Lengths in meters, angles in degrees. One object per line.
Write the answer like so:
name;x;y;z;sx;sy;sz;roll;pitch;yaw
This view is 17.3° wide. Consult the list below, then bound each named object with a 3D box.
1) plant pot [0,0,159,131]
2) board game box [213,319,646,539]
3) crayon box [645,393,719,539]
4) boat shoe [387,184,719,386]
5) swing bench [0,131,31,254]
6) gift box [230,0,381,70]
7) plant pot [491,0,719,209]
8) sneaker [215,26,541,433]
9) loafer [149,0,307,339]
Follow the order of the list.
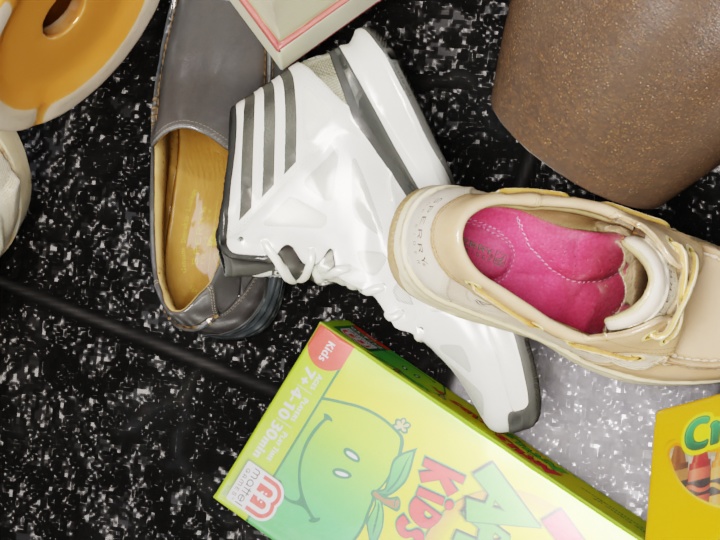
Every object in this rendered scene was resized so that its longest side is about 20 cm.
plant pot;-0.195;-0.167;1.095;0.183;0.200;0.200;40;100;20
board game box;0.042;0.120;1.114;0.200;0.048;0.102;34;98;14
crayon box;0.183;0.115;1.003;0.127;0.051;0.200;-21;49;41
boat shoe;0.112;0.009;1.038;0.199;0.069;0.074;12;85;-20
swing bench;-0.276;0.023;1.121;0.199;0.130;0.199;11;51;14
gift box;-0.006;-0.218;1.066;0.200;0.187;0.185;-31;79;-6
plant pot;0.146;-0.134;1.035;0.187;0.187;0.200;38;114;13
sneaker;0.000;0.000;1.096;0.115;0.076;0.201;-26;90;-1
loafer;-0.068;-0.067;1.135;0.073;0.072;0.201;-3;88;17
